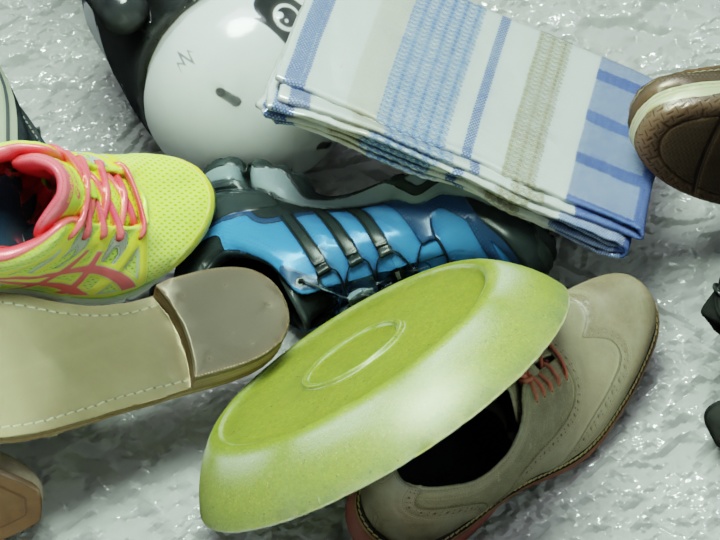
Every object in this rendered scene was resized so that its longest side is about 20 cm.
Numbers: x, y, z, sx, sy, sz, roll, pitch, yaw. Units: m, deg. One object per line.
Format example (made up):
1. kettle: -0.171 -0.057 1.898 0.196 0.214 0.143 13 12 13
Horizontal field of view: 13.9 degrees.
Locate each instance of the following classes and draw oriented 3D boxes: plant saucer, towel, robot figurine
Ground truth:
1. plant saucer: 0.003 0.049 1.358 0.200 0.031 0.200 -31 14 9
2. towel: 0.055 -0.085 1.470 0.199 0.024 0.147 21 39 -3
3. robot figurine: -0.075 -0.132 1.576 0.150 0.125 0.200 -17 42 -13

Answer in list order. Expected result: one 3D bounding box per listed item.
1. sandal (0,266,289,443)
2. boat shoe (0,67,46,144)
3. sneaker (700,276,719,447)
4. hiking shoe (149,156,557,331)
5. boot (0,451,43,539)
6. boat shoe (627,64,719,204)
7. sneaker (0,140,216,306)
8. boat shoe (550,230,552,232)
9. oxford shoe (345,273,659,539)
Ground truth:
1. sandal: -0.139 0.052 1.407 0.211 0.070 0.078 -10 65 -18
2. boat shoe: -0.185 -0.037 1.529 0.075 0.062 0.200 -41 48 14
3. sneaker: 0.211 0.001 1.407 0.090 0.076 0.201 4 65 23
4. hiking shoe: 0.000 0.000 1.477 0.199 0.075 0.087 3 52 23
5. boot: -0.249 0.068 1.429 0.199 0.071 0.146 5 31 -4
6. boat shoe: 0.213 -0.078 1.494 0.202 0.075 0.075 7 41 -32
7. sneaker: -0.145 -0.026 1.406 0.199 0.090 0.078 -11 74 -37
8. boat shoe: 0.062 -0.101 1.573 0.073 0.063 0.200 -26 48 -20
9. oxford shoe: 0.078 0.061 1.376 0.070 0.075 0.200 41 61 11
